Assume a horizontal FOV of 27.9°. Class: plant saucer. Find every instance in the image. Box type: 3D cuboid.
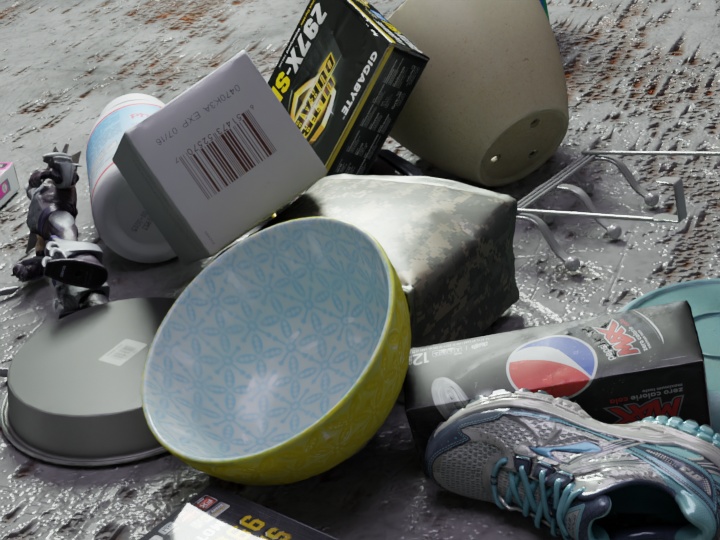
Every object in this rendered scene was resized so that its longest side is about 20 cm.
[{"bbox_3d":[0.265,0.056,1.065,0.199,0.028,0.200,-7,29,4],"label":"plant saucer"}]

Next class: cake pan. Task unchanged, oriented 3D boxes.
[{"bbox_3d":[-0.184,0.079,1.128,0.199,0.037,0.201,-6,28,3],"label":"cake pan"}]

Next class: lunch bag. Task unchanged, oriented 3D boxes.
[{"bbox_3d":[0.000,0.000,1.142,0.199,0.118,0.164,16,37,30],"label":"lunch bag"}]

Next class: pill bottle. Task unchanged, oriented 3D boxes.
[{"bbox_3d":[-0.205,-0.096,1.379,0.108,0.109,0.200,-12,29,-8],"label":"pill bottle"}]

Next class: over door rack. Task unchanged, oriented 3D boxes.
[{"bbox_3d":[0.227,-0.061,1.229,0.199,0.067,0.148,-9,20,46],"label":"over door rack"}]

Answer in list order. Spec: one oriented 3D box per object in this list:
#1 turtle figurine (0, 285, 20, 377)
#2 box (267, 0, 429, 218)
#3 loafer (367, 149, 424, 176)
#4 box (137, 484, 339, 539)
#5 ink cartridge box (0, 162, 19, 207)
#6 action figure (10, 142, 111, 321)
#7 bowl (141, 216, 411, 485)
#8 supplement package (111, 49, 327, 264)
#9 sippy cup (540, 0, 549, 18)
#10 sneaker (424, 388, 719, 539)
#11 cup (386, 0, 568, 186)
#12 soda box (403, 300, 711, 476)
[{"bbox_3d":[-0.391,0.055,1.189,0.193,0.200,0.144,-29,53,1],"label":"turtle figurine"},{"bbox_3d":[-0.033,-0.146,1.325,0.049,0.201,0.160,17,22,-33],"label":"box"},{"bbox_3d":[-0.018,-0.092,1.369,0.063,0.072,0.200,-32,38,-27],"label":"loafer"},{"bbox_3d":[-0.096,0.217,0.839,0.158,0.049,0.200,16,37,38],"label":"box"},{"bbox_3d":[-0.424,-0.050,1.433,0.094,0.037,0.200,1,31,16],"label":"ink cartridge box"},{"bbox_3d":[-0.266,-0.033,1.271,0.069,0.131,0.200,-4,33,-24],"label":"action figure"},{"bbox_3d":[-0.040,0.074,1.001,0.199,0.108,0.201,-20,43,21],"label":"bowl"},{"bbox_3d":[-0.121,-0.086,1.182,0.117,0.118,0.200,-37,6,-12],"label":"supplement package"},{"bbox_3d":[0.141,-0.304,1.664,0.130,0.141,0.178,-12,-12,15],"label":"sippy cup"},{"bbox_3d":[0.133,0.131,0.911,0.199,0.078,0.086,2,33,17],"label":"sneaker"},{"bbox_3d":[0.117,-0.165,1.369,0.199,0.201,0.144,-21,59,-23],"label":"cup"},{"bbox_3d":[0.132,0.081,0.982,0.199,0.071,0.063,-11,37,8],"label":"soda box"}]
